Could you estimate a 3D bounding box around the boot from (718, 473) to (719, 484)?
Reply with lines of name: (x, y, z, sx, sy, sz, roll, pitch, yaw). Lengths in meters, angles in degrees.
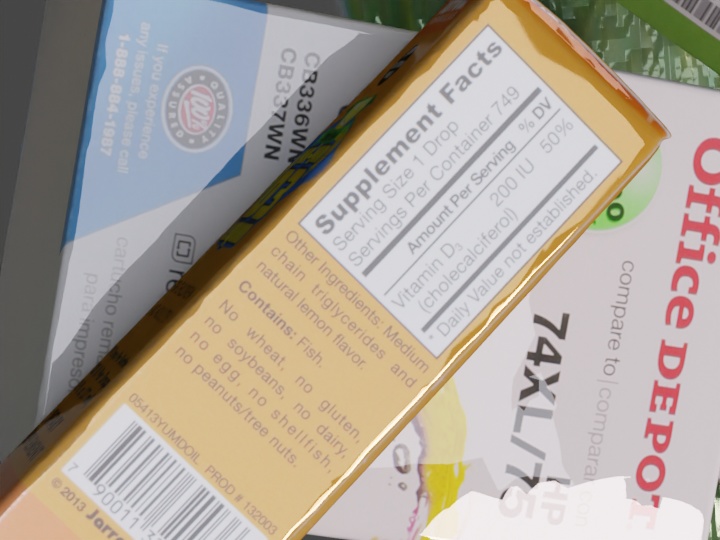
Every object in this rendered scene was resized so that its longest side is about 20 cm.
boot: (0.220, 0.032, 0.866, 0.182, 0.073, 0.200, 40, 88, -17)

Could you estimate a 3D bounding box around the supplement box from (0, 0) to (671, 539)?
supplement box: (-0.014, 0.015, 0.681, 0.200, 0.067, 0.069, -45, 99, -6)

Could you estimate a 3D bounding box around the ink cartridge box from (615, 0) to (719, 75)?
ink cartridge box: (0.117, -0.177, 0.765, 0.148, 0.076, 0.200, 37, 65, 5)

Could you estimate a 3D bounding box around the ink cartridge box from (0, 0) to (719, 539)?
ink cartridge box: (0.000, 0.000, 0.791, 0.200, 0.146, 0.147, 9, 93, -14)
